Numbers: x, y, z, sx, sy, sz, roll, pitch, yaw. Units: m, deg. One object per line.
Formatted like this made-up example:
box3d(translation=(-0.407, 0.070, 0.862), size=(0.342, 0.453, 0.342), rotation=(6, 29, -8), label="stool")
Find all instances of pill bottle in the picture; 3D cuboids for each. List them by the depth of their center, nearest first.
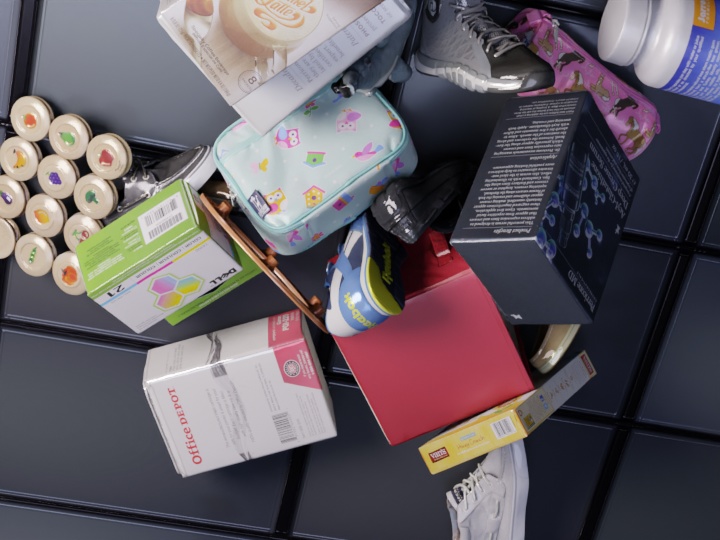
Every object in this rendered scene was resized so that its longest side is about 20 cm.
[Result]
box3d(translation=(0.361, -0.242, 1.580), size=(0.198, 0.112, 0.113), rotation=(13, 116, -11), label="pill bottle")

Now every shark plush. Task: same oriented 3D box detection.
box3d(translation=(0.005, -0.233, 1.523), size=(0.091, 0.200, 0.083), rotation=(41, 125, 6), label="shark plush")

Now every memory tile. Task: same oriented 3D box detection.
box3d(translation=(-0.342, -0.082, 1.635), size=(0.153, 0.017, 0.201), rotation=(27, 114, 11), label="memory tile")

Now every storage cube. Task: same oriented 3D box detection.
box3d(translation=(0.076, 0.057, 1.682), size=(0.179, 0.171, 0.201), rotation=(-23, 117, 10), label="storage cube")

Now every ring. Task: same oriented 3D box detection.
box3d(translation=(-0.097, -0.012, 1.568), size=(0.019, 0.200, 0.200), rotation=(-44, 113, 0), label="ring")

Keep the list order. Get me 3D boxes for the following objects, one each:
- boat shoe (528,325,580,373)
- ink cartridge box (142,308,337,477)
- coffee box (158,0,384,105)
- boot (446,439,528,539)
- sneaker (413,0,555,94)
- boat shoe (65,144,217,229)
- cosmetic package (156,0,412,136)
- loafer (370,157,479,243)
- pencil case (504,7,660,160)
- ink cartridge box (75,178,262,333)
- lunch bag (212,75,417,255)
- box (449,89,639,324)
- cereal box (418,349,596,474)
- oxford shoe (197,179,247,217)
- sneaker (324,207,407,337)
box3d(translation=(0.228, 0.019, 1.697), size=(0.066, 0.074, 0.201), rotation=(25, 75, -8), label="boat shoe")
box3d(translation=(-0.143, 0.147, 1.761), size=(0.198, 0.085, 0.147), rotation=(-16, 117, 2), label="ink cartridge box")
box3d(translation=(-0.073, -0.262, 1.371), size=(0.199, 0.080, 0.115), rotation=(-33, 113, 13), label="coffee box")
box3d(translation=(0.156, 0.275, 1.851), size=(0.095, 0.074, 0.201), rotation=(-7, 118, -8), label="boot")
box3d(translation=(0.123, -0.251, 1.527), size=(0.075, 0.199, 0.116), rotation=(-14, 113, -35), label="sneaker")
box3d(translation=(-0.248, -0.090, 1.647), size=(0.199, 0.070, 0.066), rotation=(-32, 116, 20), label="boat shoe")
box3d(translation=(-0.078, -0.283, 1.500), size=(0.200, 0.168, 0.166), rotation=(-37, 113, 15), label="cosmetic package")
box3d(translation=(0.084, -0.073, 1.609), size=(0.071, 0.200, 0.068), rotation=(52, 124, 8), label="loafer")
box3d(translation=(0.236, -0.199, 1.614), size=(0.200, 0.086, 0.083), rotation=(36, 78, -20), label="pencil case")
box3d(translation=(-0.197, 0.008, 1.647), size=(0.147, 0.076, 0.200), rotation=(-31, 141, 10), label="ink cartridge box")
box3d(translation=(-0.055, -0.124, 1.577), size=(0.199, 0.161, 0.077), rotation=(-34, 155, -5), label="lunch bag")
box3d(translation=(0.200, -0.066, 1.568), size=(0.106, 0.201, 0.149), rotation=(-1, 144, 37), label="box")
box3d(translation=(0.173, 0.162, 1.709), size=(0.143, 0.200, 0.040), rotation=(-29, 90, 37), label="cereal box")
box3d(translation=(-0.098, -0.100, 1.657), size=(0.198, 0.073, 0.085), rotation=(-1, 88, 5), label="oxford shoe")
box3d(translation=(0.000, 0.000, 1.572), size=(0.082, 0.200, 0.074), rotation=(-39, 108, 22), label="sneaker")
